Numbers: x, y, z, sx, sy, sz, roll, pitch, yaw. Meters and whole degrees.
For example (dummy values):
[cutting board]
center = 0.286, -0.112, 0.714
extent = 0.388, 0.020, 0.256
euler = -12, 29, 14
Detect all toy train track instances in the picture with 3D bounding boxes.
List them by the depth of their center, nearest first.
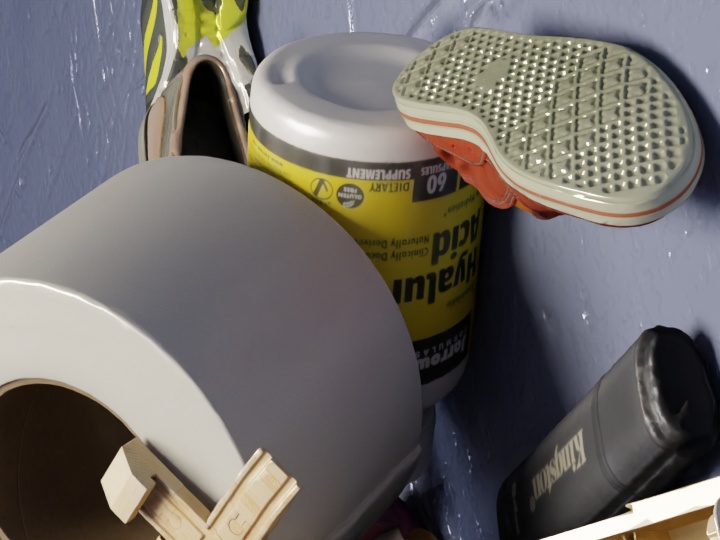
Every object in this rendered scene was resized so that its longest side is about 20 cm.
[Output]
[toy train track]
center = -0.033, 0.147, 0.986
extent = 0.200, 0.032, 0.115
euler = 43, 129, 12

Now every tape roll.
[tape roll]
center = -0.090, 0.067, 1.102
extent = 0.202, 0.139, 0.204
euler = 14, 121, 25

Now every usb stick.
[usb stick]
center = 0.097, 0.080, 1.026
extent = 0.200, 0.032, 0.056
euler = 122, 138, -63

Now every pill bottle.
[pill bottle]
center = 0.000, 0.000, 1.172
extent = 0.111, 0.111, 0.201
euler = -123, 31, -54

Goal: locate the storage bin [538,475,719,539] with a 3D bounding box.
[storage bin]
center = 0.084, 0.185, 0.860
extent = 0.199, 0.093, 0.200
euler = -22, 72, 38

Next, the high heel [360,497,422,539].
[high heel]
center = 0.033, 0.191, 1.255
extent = 0.200, 0.067, 0.096
euler = 54, -174, 30

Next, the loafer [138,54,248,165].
[loafer]
center = -0.079, -0.026, 1.341
extent = 0.063, 0.072, 0.201
euler = 118, 146, -48

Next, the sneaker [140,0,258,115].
[sneaker]
center = -0.096, -0.123, 1.513
extent = 0.085, 0.074, 0.201
euler = -169, 82, -77

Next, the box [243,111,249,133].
[box]
center = -0.022, 0.007, 1.348
extent = 0.160, 0.044, 0.201
euler = 168, 95, -73

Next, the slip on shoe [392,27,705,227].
[slip on shoe]
center = 0.080, -0.051, 1.002
extent = 0.061, 0.074, 0.200
euler = 53, 168, -25

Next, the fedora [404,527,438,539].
[fedora]
center = 0.066, 0.198, 1.069
extent = 0.201, 0.081, 0.202
euler = 174, 90, -79
